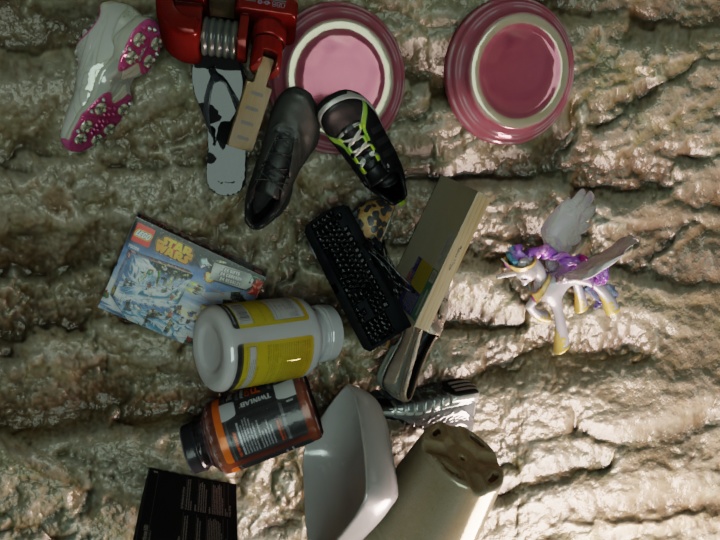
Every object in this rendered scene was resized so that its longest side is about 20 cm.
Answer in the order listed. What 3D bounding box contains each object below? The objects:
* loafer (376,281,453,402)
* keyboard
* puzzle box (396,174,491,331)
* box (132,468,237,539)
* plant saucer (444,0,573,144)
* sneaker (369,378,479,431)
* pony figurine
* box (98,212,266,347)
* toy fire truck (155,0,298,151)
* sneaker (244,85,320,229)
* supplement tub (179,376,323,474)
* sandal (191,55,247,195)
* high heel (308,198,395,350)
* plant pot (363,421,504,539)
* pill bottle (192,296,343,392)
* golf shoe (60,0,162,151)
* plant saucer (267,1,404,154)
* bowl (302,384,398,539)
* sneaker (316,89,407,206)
[{"bbox_3d":[0.095,0.100,1.092,0.071,0.062,0.204,21,98,-49],"label":"loafer"},{"bbox_3d":[0.000,0.000,1.004,0.103,0.040,0.203,-31,79,11],"label":"keyboard"},{"bbox_3d":[0.106,-0.029,1.040,0.025,0.133,0.204,21,100,-22],"label":"puzzle box"},{"bbox_3d":[-0.248,0.372,1.027,0.138,0.200,0.081,17,100,-14],"label":"box"},{"bbox_3d":[0.218,-0.282,1.039,0.195,0.051,0.207,-3,104,-10],"label":"plant saucer"},{"bbox_3d":[0.092,0.242,1.133,0.194,0.075,0.119,-5,107,-11],"label":"sneaker"},{"bbox_3d":[0.314,0.003,1.095,0.191,0.168,0.201,-36,123,7],"label":"pony figurine"},{"bbox_3d":[-0.249,0.025,1.029,0.196,0.040,0.139,26,98,-16],"label":"box"},{"bbox_3d":[-0.168,-0.273,0.909,0.171,0.129,0.206,5,70,-8],"label":"toy fire truck"},{"bbox_3d":[-0.106,-0.141,0.968,0.074,0.091,0.204,18,117,-3],"label":"sneaker"},{"bbox_3d":[-0.158,0.225,1.059,0.195,0.107,0.110,-20,106,-6],"label":"supplement tub"},{"bbox_3d":[-0.182,-0.204,0.987,0.074,0.043,0.206,-8,104,-9],"label":"sandal"},{"bbox_3d":[0.030,0.004,1.062,0.141,0.071,0.203,-31,98,4],"label":"high heel"},{"bbox_3d":[0.113,0.335,1.071,0.196,0.202,0.187,19,115,-15],"label":"plant pot"},{"bbox_3d":[-0.122,0.096,1.007,0.196,0.111,0.115,-4,106,-39],"label":"pill bottle"},{"bbox_3d":[-0.335,-0.251,0.941,0.091,0.075,0.202,39,100,12],"label":"golf shoe"},{"bbox_3d":[-0.030,-0.262,1.001,0.195,0.051,0.207,-3,104,-10],"label":"plant saucer"},{"bbox_3d":[-0.012,0.290,1.042,0.073,0.203,0.202,13,131,-22],"label":"bowl"},{"bbox_3d":[0.016,-0.157,0.975,0.071,0.084,0.200,-34,139,12],"label":"sneaker"}]
